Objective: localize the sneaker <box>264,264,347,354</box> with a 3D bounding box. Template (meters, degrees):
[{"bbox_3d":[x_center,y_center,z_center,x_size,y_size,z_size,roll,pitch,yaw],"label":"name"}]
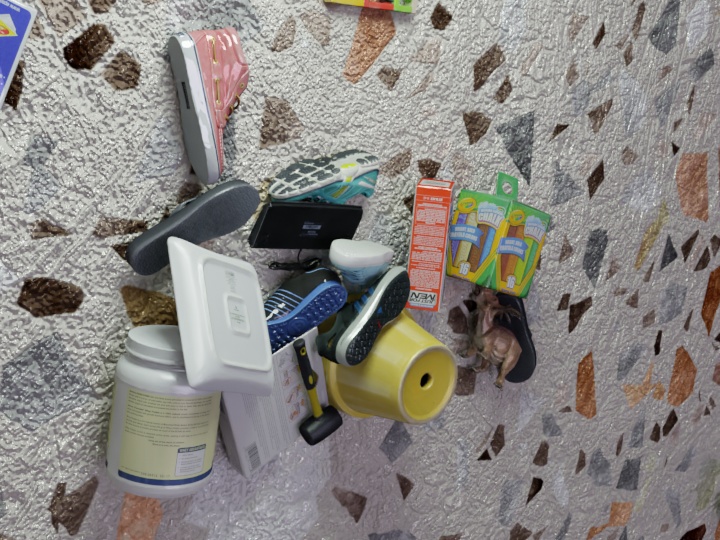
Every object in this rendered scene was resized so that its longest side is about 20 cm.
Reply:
[{"bbox_3d":[-0.115,0.065,1.351,0.199,0.078,0.070,-32,128,-4],"label":"sneaker"}]

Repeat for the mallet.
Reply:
[{"bbox_3d":[-0.081,0.186,1.349,0.066,0.041,0.201,-39,135,-21],"label":"mallet"}]

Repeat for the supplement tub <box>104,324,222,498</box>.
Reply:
[{"bbox_3d":[-0.261,0.186,1.203,0.144,0.145,0.201,0,103,-41],"label":"supplement tub"}]

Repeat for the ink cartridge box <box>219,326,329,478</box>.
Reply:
[{"bbox_3d":[-0.133,0.192,1.354,0.176,0.045,0.201,-34,137,-30],"label":"ink cartridge box"}]

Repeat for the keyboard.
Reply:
[{"bbox_3d":[-0.086,-0.048,1.340,0.199,0.021,0.128,0,123,-46],"label":"keyboard"}]

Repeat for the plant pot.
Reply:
[{"bbox_3d":[0.046,0.152,1.430,0.200,0.188,0.202,-13,111,-38],"label":"plant pot"}]

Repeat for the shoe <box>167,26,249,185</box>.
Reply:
[{"bbox_3d":[-0.189,-0.219,1.190,0.091,0.071,0.201,-19,110,-29],"label":"shoe"}]

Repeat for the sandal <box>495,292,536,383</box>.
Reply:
[{"bbox_3d":[0.300,0.127,1.725,0.043,0.076,0.201,-48,135,-54],"label":"sandal"}]

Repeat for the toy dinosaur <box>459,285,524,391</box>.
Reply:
[{"bbox_3d":[0.261,0.133,1.675,0.136,0.086,0.200,-48,129,-17],"label":"toy dinosaur"}]

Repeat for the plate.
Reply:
[{"bbox_3d":[-0.174,0.063,1.193,0.199,0.032,0.201,22,53,-63],"label":"plate"}]

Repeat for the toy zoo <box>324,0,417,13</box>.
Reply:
[{"bbox_3d":[0.010,-0.456,1.325,0.199,0.020,0.132,-7,107,-39],"label":"toy zoo"}]

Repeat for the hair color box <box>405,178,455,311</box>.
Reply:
[{"bbox_3d":[0.115,-0.044,1.478,0.111,0.063,0.201,-56,153,-75],"label":"hair color box"}]

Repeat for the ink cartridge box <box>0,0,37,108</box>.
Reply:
[{"bbox_3d":[-0.476,-0.232,0.960,0.197,0.047,0.201,22,90,-44],"label":"ink cartridge box"}]

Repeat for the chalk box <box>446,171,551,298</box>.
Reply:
[{"bbox_3d":[0.242,-0.069,1.574,0.124,0.124,0.201,12,95,-43],"label":"chalk box"}]

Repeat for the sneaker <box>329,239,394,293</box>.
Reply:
[{"bbox_3d":[0.000,0.000,1.381,0.200,0.074,0.082,-1,110,-68],"label":"sneaker"}]

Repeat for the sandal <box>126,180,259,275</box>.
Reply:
[{"bbox_3d":[-0.228,-0.069,1.209,0.199,0.043,0.076,-30,142,-19],"label":"sandal"}]

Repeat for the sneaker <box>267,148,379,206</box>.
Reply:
[{"bbox_3d":[-0.048,-0.123,1.344,0.199,0.077,0.080,-17,123,-36],"label":"sneaker"}]

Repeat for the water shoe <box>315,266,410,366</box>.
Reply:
[{"bbox_3d":[0.003,0.058,1.359,0.200,0.079,0.072,-50,137,-37],"label":"water shoe"}]
